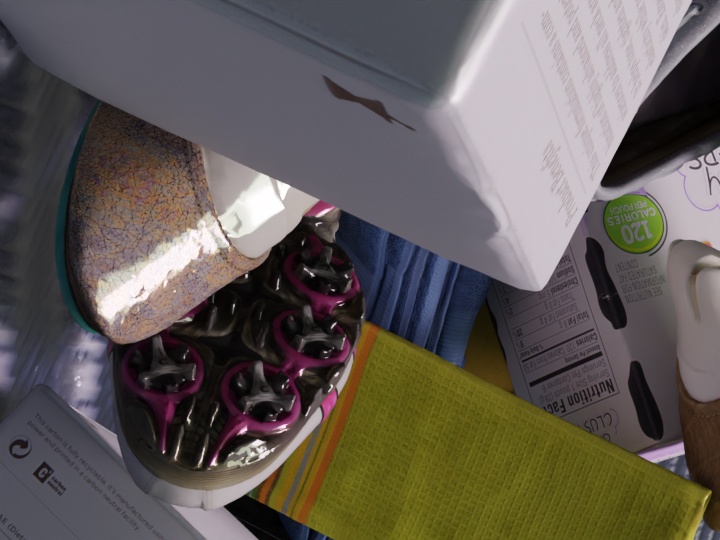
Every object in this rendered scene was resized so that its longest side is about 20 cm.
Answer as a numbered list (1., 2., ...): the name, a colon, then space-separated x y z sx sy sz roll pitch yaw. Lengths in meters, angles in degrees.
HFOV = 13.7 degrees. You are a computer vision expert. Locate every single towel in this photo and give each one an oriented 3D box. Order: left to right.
1. towel: 0.000 0.000 1.068 0.048 0.112 0.201 -4 129 -26
2. towel: 0.016 0.066 1.023 0.018 0.199 0.086 -43 155 -55

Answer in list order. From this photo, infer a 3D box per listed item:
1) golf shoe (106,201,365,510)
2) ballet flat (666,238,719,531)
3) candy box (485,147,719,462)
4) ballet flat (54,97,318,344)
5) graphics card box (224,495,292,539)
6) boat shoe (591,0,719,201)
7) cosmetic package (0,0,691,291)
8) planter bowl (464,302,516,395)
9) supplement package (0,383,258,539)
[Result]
1. golf shoe: -0.039 0.020 0.925 0.200 0.072 0.092 -77 -176 -58
2. ballet flat: 0.145 -0.012 0.978 0.200 0.072 0.068 -59 -152 10
3. candy box: 0.118 -0.038 1.096 0.167 0.201 0.071 -13 171 -36
4. ballet flat: -0.030 -0.049 0.873 0.200 0.067 0.068 -67 141 -54
5. graphics card box: -0.021 0.157 1.192 0.051 0.125 0.200 -54 163 -28
6. boat shoe: 0.125 -0.074 0.990 0.201 0.065 0.075 -22 131 -34
7. cosmetic package: 0.009 -0.132 0.748 0.201 0.166 0.167 -62 164 -9
8. planter bowl: 0.051 0.007 1.177 0.201 0.200 0.084 -53 127 -33
9. supplement package: -0.058 0.142 0.951 0.111 0.156 0.200 -48 164 -2
